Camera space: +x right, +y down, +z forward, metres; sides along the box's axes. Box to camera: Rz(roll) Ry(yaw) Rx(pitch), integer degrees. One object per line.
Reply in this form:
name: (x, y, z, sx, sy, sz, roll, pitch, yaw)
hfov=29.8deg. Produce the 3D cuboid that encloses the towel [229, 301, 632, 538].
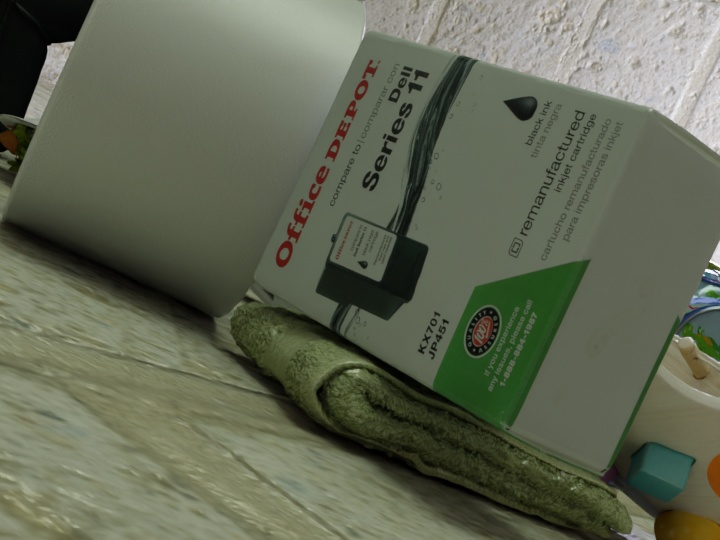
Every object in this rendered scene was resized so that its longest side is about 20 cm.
towel: (0.035, 0.073, 0.690, 0.198, 0.037, 0.148, 25, 2, -26)

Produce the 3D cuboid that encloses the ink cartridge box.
ink cartridge box: (0.055, -0.017, 0.636, 0.083, 0.148, 0.199, 24, 1, -41)

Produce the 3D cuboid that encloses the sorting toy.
sorting toy: (0.128, 0.050, 0.732, 0.180, 0.107, 0.200, 42, -2, -37)

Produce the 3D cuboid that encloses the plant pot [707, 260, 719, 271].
plant pot: (0.246, 0.069, 1.329, 0.182, 0.203, 0.200, 12, 8, -25)

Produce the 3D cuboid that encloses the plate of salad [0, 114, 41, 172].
plate of salad: (-0.181, -0.059, 1.004, 0.198, 0.049, 0.200, 26, -7, 3)

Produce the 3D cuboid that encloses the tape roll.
tape roll: (-0.101, -0.092, 0.774, 0.138, 0.205, 0.203, 24, 3, -13)

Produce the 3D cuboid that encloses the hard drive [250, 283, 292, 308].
hard drive: (0.024, 0.014, 0.968, 0.197, 0.027, 0.132, 1, 21, -28)

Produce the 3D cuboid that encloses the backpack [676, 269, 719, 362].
backpack: (0.281, 0.086, 1.179, 0.197, 0.185, 0.147, 21, 3, -8)

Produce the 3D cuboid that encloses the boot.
boot: (-0.262, -0.175, 1.099, 0.198, 0.170, 0.076, 18, 6, -32)
